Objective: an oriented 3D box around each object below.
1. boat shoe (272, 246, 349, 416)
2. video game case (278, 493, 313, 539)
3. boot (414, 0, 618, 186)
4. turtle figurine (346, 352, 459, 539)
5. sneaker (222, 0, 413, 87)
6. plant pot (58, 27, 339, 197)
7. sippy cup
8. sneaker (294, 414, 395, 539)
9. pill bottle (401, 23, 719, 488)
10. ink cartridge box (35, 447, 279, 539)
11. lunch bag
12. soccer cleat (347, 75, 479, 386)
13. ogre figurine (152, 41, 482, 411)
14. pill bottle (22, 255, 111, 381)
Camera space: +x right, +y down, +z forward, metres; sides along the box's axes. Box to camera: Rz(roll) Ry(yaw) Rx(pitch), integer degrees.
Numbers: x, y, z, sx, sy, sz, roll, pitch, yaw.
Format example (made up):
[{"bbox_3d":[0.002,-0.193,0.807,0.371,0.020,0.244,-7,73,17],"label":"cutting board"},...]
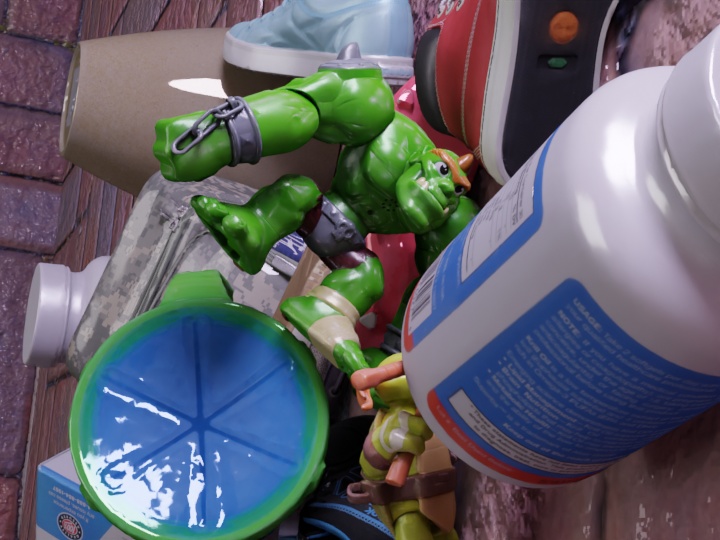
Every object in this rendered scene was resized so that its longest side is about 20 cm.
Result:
[{"bbox_3d":[0.000,0.000,0.802,0.200,0.065,0.072,-62,19,-1],"label":"boat shoe"},{"bbox_3d":[-0.085,0.237,0.968,0.181,0.045,0.200,-126,48,-62],"label":"video game case"},{"bbox_3d":[0.077,-0.153,0.637,0.144,0.072,0.200,-128,46,-61],"label":"boot"},{"bbox_3d":[0.025,0.106,0.587,0.200,0.064,0.161,18,-119,-75],"label":"turtle figurine"},{"bbox_3d":[-0.028,-0.177,0.899,0.200,0.074,0.082,16,103,47],"label":"sneaker"},{"bbox_3d":[-0.138,-0.122,1.033,0.187,0.200,0.188,-171,90,-71],"label":"plant pot"},{"bbox_3d":[-0.084,0.100,0.709,0.178,0.140,0.130,-58,-11,-19],"label":"sippy cup"},{"bbox_3d":[-0.004,0.139,0.728,0.200,0.082,0.073,-129,48,-66],"label":"sneaker"},{"bbox_3d":[0.101,-0.002,0.453,0.200,0.112,0.112,131,142,-56],"label":"pill bottle"},{"bbox_3d":[-0.140,0.226,0.848,0.145,0.084,0.200,20,117,26],"label":"ink cartridge box"},{"bbox_3d":[-0.098,0.043,0.915,0.168,0.139,0.200,38,105,39],"label":"lunch bag"},{"bbox_3d":[0.028,-0.019,0.742,0.076,0.067,0.200,99,180,-83],"label":"soccer cleat"},{"bbox_3d":[-0.005,-0.028,0.647,0.120,0.200,0.098,-46,8,-11],"label":"ogre figurine"},{"bbox_3d":[-0.177,0.049,1.068,0.113,0.200,0.113,-171,90,-70],"label":"pill bottle"}]
